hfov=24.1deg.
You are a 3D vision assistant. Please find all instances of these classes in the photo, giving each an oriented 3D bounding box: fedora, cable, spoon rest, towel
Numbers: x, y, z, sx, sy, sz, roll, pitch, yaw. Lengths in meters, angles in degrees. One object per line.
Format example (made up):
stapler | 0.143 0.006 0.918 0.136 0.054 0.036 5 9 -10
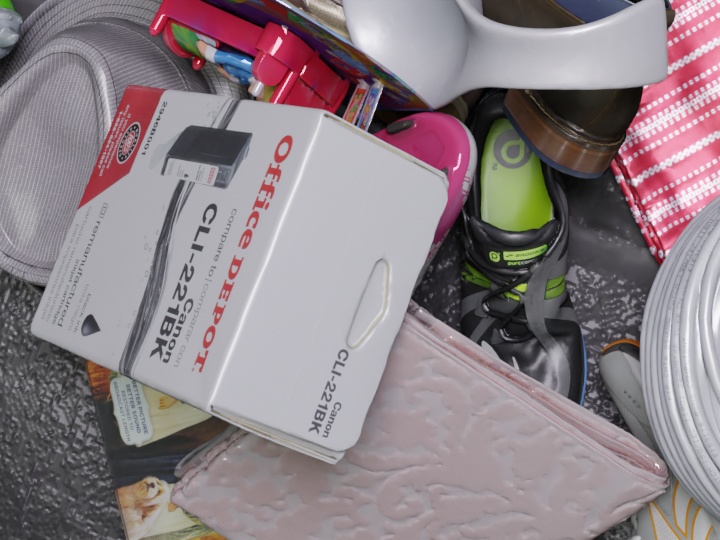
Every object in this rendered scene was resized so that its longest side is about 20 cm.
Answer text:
fedora | -0.157 -0.069 0.950 0.176 0.090 0.201 30 106 15
cable | 0.236 0.043 0.841 0.199 0.069 0.202 22 80 -16
spoon rest | 0.053 -0.119 0.811 0.199 0.060 0.100 18 124 46
towel | 0.188 -0.106 0.905 0.144 0.022 0.201 -27 87 14
towel | 0.027 0.111 0.882 0.190 0.032 0.200 34 128 -22

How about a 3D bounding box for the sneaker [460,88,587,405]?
sneaker | 0.081 -0.001 0.908 0.070 0.083 0.202 -3 93 15

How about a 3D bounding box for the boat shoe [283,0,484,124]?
boat shoe | -0.014 -0.147 0.937 0.199 0.072 0.072 32 77 17

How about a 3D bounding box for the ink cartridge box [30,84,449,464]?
ink cartridge box | -0.065 -0.005 0.827 0.199 0.083 0.145 15 82 54

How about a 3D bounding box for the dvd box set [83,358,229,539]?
dvd box set | -0.051 0.097 0.975 0.198 0.029 0.148 -13 89 15

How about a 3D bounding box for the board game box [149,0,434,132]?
board game box | -0.056 -0.105 0.852 0.157 0.200 0.039 30 86 -18

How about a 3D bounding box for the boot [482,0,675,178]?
boot | 0.087 -0.151 0.869 0.200 0.074 0.097 54 135 28

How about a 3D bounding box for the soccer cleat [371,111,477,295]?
soccer cleat | 0.000 0.000 0.897 0.200 0.086 0.070 -50 58 17

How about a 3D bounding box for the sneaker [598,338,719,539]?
sneaker | 0.167 0.136 0.903 0.092 0.076 0.201 -30 85 19

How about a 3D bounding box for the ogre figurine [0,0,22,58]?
ogre figurine | -0.259 -0.174 0.979 0.119 0.098 0.201 -25 56 27
